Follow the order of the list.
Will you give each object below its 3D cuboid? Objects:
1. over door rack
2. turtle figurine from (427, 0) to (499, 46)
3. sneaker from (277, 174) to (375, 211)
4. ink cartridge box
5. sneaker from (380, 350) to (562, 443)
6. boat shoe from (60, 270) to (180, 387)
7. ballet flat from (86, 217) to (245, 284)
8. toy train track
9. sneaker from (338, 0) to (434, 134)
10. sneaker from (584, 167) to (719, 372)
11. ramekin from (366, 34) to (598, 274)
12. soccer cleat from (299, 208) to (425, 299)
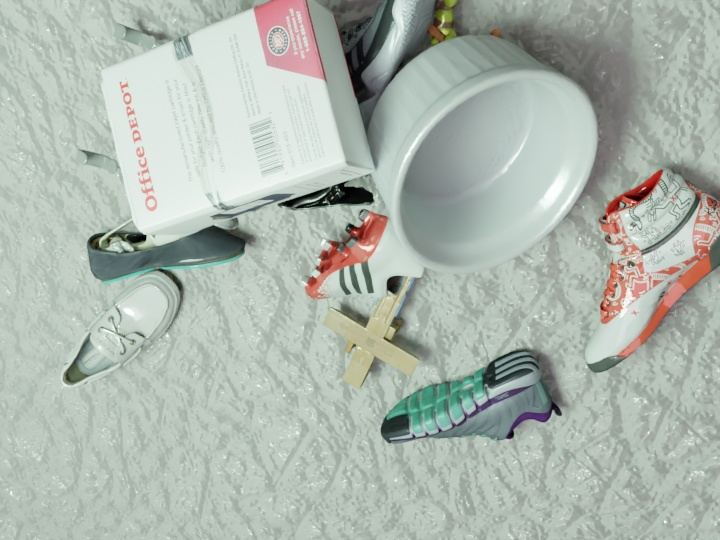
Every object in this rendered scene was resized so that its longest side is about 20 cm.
[{"bbox_3d":[-0.176,-0.144,0.857,0.198,0.066,0.150,24,99,25],"label":"over door rack"},{"bbox_3d":[0.062,-0.290,0.750,0.159,0.065,0.202,20,140,16],"label":"turtle figurine"},{"bbox_3d":[-0.073,-0.101,0.857,0.196,0.104,0.061,6,116,14],"label":"sneaker"},{"bbox_3d":[-0.105,-0.127,0.735,0.197,0.084,0.148,-16,87,18],"label":"ink cartridge box"},{"bbox_3d":[0.118,0.166,0.944,0.198,0.075,0.088,-26,110,24],"label":"sneaker"},{"bbox_3d":[-0.288,0.080,1.022,0.071,0.069,0.200,44,117,-5],"label":"boat shoe"},{"bbox_3d":[-0.223,-0.032,0.955,0.196,0.073,0.074,-9,112,22],"label":"ballet flat"},{"bbox_3d":[0.032,0.038,0.935,0.113,0.033,0.202,29,113,10],"label":"toy train track"},{"bbox_3d":[-0.012,-0.207,0.784,0.113,0.076,0.201,35,143,4],"label":"sneaker"},{"bbox_3d":[0.258,-0.002,0.829,0.107,0.067,0.202,37,115,-2],"label":"sneaker"},{"bbox_3d":[0.101,-0.106,0.762,0.197,0.098,0.203,-15,134,-16],"label":"ramekin"},{"bbox_3d":[0.000,0.000,0.863,0.084,0.069,0.200,32,155,-12],"label":"soccer cleat"}]
